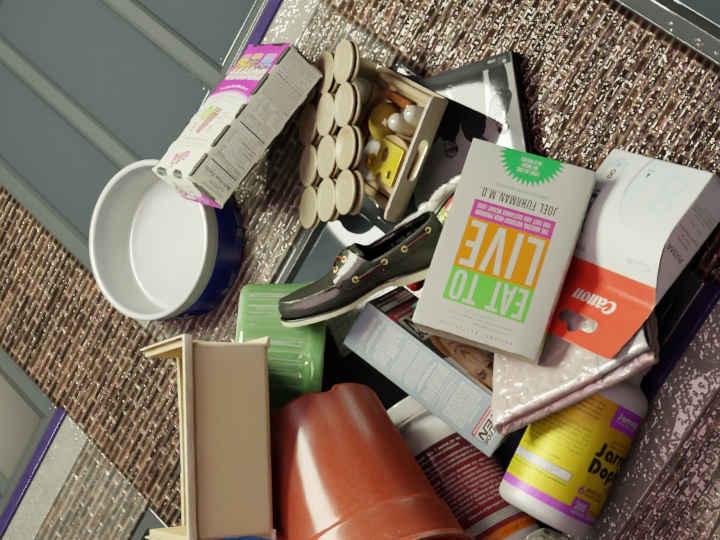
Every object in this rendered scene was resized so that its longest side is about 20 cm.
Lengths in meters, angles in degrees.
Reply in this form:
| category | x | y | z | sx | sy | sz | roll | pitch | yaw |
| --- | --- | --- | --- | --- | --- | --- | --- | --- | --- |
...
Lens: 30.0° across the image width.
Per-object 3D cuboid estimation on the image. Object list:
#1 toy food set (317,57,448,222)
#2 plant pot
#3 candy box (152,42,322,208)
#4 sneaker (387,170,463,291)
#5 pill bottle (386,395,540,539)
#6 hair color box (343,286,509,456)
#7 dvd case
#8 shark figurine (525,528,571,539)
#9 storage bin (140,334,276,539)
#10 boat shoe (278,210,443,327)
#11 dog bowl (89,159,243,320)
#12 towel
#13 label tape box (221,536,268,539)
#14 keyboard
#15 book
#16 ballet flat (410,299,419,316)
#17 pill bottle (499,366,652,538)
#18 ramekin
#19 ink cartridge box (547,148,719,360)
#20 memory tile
| category | x | y | z | sx | sy | sz | roll | pitch | yaw |
| --- | --- | --- | --- | --- | --- | --- | --- | --- | --- |
| toy food set | 0.015 | -0.153 | 1.520 | 0.200 | 0.060 | 0.145 | 40 | 113 | 57 |
| plant pot | -0.011 | 0.236 | 1.368 | 0.200 | 0.200 | 0.197 | -41 | 57 | 24 |
| candy box | -0.146 | -0.173 | 1.583 | 0.201 | 0.061 | 0.136 | -53 | 25 | -10 |
| sneaker | 0.109 | -0.052 | 1.462 | 0.200 | 0.077 | 0.085 | -42 | 85 | 27 |
| pill bottle | 0.102 | 0.232 | 1.456 | 0.113 | 0.113 | 0.201 | -41 | 68 | 25 |
| hair color box | 0.089 | 0.105 | 1.448 | 0.199 | 0.099 | 0.061 | 38 | 113 | 13 |
| dvd case | 0.122 | -0.129 | 1.505 | 0.149 | 0.025 | 0.203 | -13 | 79 | 31 |
| shark figurine | 0.208 | 0.352 | 1.420 | 0.089 | 0.127 | 0.217 | 30 | 124 | 55 |
| storage bin | -0.162 | 0.174 | 1.379 | 0.198 | 0.093 | 0.203 | 162 | 106 | -66 |
| boat shoe | 0.000 | -0.001 | 1.420 | 0.199 | 0.074 | 0.064 | -24 | 109 | 5 |
| dog bowl | -0.248 | -0.037 | 1.711 | 0.198 | 0.078 | 0.203 | -1 | 87 | 33 |
| towel | 0.214 | 0.056 | 1.367 | 0.190 | 0.032 | 0.201 | -29 | 30 | 28 |
| label tape box | -0.076 | 0.278 | 1.516 | 0.143 | 0.199 | 0.064 | 16 | 97 | 31 |
| keyboard | 0.038 | 0.023 | 1.565 | 0.200 | 0.011 | 0.057 | -39 | 68 | 25 |
| book | 0.147 | -0.020 | 1.358 | 0.132 | 0.048 | 0.202 | 16 | 80 | 15 |
| ballet flat | 0.147 | 0.003 | 1.421 | 0.200 | 0.068 | 0.075 | -42 | 90 | 6 |
| pill bottle | 0.227 | 0.162 | 1.372 | 0.104 | 0.104 | 0.202 | 25 | 88 | 31 |
| ramekin | -0.095 | 0.108 | 1.525 | 0.096 | 0.200 | 0.203 | 5 | 91 | -4 |
| ink cartridge box | 0.250 | -0.022 | 1.326 | 0.200 | 0.047 | 0.160 | -50 | 29 | -7 |
| memory tile | -0.034 | -0.154 | 1.545 | 0.153 | 0.017 | 0.203 | -19 | 69 | 62 |
